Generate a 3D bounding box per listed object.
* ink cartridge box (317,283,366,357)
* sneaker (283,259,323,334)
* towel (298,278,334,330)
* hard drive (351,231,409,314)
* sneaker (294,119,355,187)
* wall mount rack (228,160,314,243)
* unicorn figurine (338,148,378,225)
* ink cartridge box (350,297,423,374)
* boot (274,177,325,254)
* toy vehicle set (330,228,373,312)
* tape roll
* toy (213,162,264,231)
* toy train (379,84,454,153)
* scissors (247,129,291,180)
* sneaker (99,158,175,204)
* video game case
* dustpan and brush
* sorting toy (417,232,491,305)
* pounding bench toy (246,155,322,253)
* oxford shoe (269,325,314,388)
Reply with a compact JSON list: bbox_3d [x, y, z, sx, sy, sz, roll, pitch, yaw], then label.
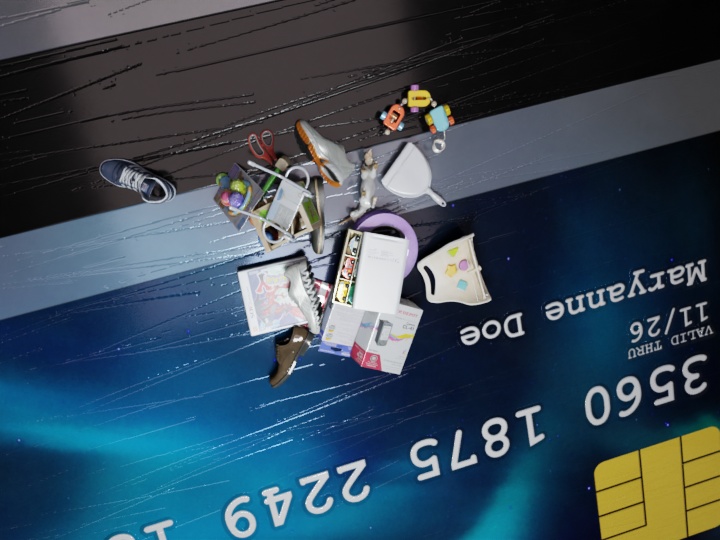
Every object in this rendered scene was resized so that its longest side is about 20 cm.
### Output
[{"bbox_3d":[-0.048,0.138,1.791,0.117,0.042,0.206,14,98,-35],"label":"ink cartridge box"},{"bbox_3d":[-0.152,0.077,1.723,0.079,0.075,0.206,-13,100,7],"label":"sneaker"},{"bbox_3d":[-0.150,0.094,1.789,0.195,0.023,0.148,18,98,-14],"label":"towel"},{"bbox_3d":[0.054,0.008,1.699,0.128,0.026,0.207,8,95,-13],"label":"hard drive"},{"bbox_3d":[-0.094,-0.325,1.687,0.092,0.075,0.202,-41,100,-26],"label":"sneaker"},{"bbox_3d":[-0.210,-0.168,1.514,0.170,0.075,0.204,27,102,1],"label":"wall mount rack"},{"bbox_3d":[0.013,-0.213,1.706,0.072,0.137,0.205,21,84,-5],"label":"unicorn figurine"},{"bbox_3d":[0.074,0.178,1.804,0.144,0.085,0.205,15,101,-29],"label":"ink cartridge box"},{"bbox_3d":[-0.163,-0.145,1.711,0.133,0.077,0.207,-3,91,-6],"label":"boot"},{"bbox_3d":[0.000,0.000,1.720,0.120,0.027,0.206,12,97,-13],"label":"toy vehicle set"},{"bbox_3d":[0.061,-0.063,1.770,0.193,0.066,0.207,-3,104,-10],"label":"tape roll"},{"bbox_3d":[-0.325,-0.197,1.598,0.047,0.200,0.117,28,101,-40],"label":"toy"},{"bbox_3d":[0.155,-0.412,1.715,0.196,0.056,0.154,25,99,-12],"label":"toy train"},{"bbox_3d":[-0.230,-0.278,1.669,0.072,0.014,0.204,-27,93,-9],"label":"scissors"},{"bbox_3d":[-0.566,-0.226,1.591,0.195,0.109,0.072,21,98,-14],"label":"sneaker"},{"bbox_3d":[-0.228,0.071,1.750,0.194,0.023,0.188,-13,102,-8],"label":"video game case"},{"bbox_3d":[0.168,-0.242,1.761,0.198,0.057,0.141,37,96,-9],"label":"dustpan and brush"},{"bbox_3d":[0.260,0.006,1.812,0.175,0.107,0.205,-18,106,2],"label":"sorting toy"},{"bbox_3d":[-0.216,-0.171,1.618,0.152,0.124,0.205,-23,96,11],"label":"pounding bench toy"},{"bbox_3d":[-0.213,0.240,1.784,0.083,0.073,0.203,29,102,-12],"label":"oxford shoe"}]
